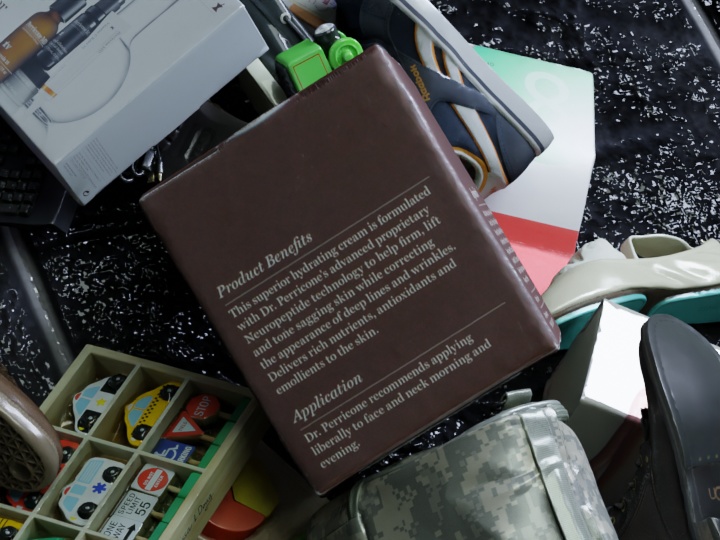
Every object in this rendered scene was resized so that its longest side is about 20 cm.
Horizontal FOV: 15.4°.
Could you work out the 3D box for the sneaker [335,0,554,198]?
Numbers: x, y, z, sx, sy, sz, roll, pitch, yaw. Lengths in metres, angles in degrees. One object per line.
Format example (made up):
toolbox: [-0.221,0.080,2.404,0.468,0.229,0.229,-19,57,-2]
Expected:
sneaker: [0.032,-0.124,1.700,0.200,0.078,0.079,44,86,-15]

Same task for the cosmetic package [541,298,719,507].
cosmetic package: [0.215,0.112,1.665,0.199,0.104,0.088,22,50,-5]

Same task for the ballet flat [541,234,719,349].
ballet flat: [0.174,0.009,1.743,0.199,0.070,0.070,-5,58,-38]

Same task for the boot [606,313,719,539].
boot: [0.154,0.145,1.568,0.069,0.174,0.201,7,61,-39]

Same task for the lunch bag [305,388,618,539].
lunch bag: [0.083,0.186,1.492,0.139,0.168,0.201,-10,72,-34]

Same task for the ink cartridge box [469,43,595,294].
ink cartridge box: [0.075,-0.062,1.767,0.160,0.050,0.201,12,51,-14]

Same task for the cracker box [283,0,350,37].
cracker box: [-0.059,-0.231,1.792,0.199,0.058,0.134,34,61,15]

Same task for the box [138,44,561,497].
box: [0.000,0.000,1.548,0.165,0.164,0.201,-31,88,5]

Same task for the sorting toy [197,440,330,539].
sorting toy: [-0.075,0.181,1.538,0.200,0.037,0.185,38,51,7]

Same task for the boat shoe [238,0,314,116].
boat shoe: [-0.071,-0.177,1.698,0.066,0.075,0.200,-30,74,-11]

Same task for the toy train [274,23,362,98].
toy train: [0.004,-0.059,1.667,0.056,0.042,0.201,-28,111,-10]

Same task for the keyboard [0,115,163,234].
keyboard: [-0.167,-0.112,1.659,0.126,0.021,0.201,7,64,19]

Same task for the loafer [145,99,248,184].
loafer: [-0.114,-0.078,1.698,0.199,0.071,0.073,34,82,15]

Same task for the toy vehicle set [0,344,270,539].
toy vehicle set: [-0.149,0.131,1.514,0.123,0.027,0.200,13,46,23]

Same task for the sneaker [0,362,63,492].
sneaker: [-0.238,0.047,1.529,0.199,0.071,0.076,33,46,16]

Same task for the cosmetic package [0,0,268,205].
cosmetic package: [-0.173,-0.155,1.647,0.151,0.052,0.200,-39,54,-8]
